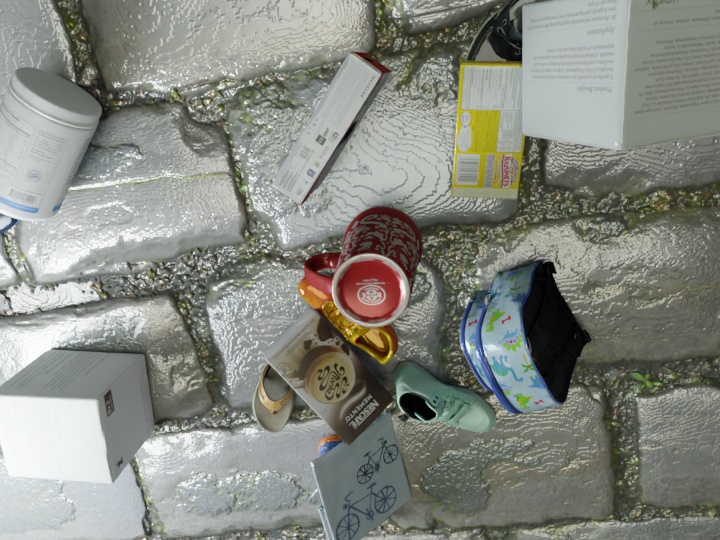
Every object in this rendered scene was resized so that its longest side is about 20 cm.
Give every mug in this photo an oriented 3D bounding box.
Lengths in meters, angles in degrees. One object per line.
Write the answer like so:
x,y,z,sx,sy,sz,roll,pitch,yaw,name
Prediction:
0.009,0.008,0.895,0.177,0.200,0.134,-35,102,16,mug

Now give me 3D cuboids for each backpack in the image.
0.241,0.110,0.903,0.146,0.200,0.184,-22,108,34,backpack

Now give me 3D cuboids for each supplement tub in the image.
-0.500,-0.191,0.926,0.131,0.132,0.201,33,109,-5,supplement tub

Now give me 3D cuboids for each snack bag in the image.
0.001,0.373,1.057,0.021,0.188,0.202,10,119,52,snack bag

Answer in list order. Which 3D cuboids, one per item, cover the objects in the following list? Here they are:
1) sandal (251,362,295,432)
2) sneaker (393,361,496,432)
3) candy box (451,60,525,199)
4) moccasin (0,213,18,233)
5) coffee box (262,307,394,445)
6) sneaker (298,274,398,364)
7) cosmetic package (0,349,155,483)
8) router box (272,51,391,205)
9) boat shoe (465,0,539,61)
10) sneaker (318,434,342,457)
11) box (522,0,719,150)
-0.144,0.203,1.059,0.080,0.054,0.202,21,109,-2,sandal
0.141,0.239,1.003,0.199,0.118,0.074,28,109,-5,sneaker
0.188,-0.200,0.871,0.101,0.027,0.202,2,123,4,candy box
-0.679,-0.075,1.021,0.198,0.068,0.081,-14,107,11,moccasin
-0.053,0.176,1.004,0.113,0.080,0.200,-44,102,-9,coffee box
-0.017,0.075,0.988,0.199,0.077,0.073,34,111,-4,sneaker
-0.499,0.252,1.061,0.198,0.165,0.167,2,110,7,cosmetic package
-0.035,-0.205,0.838,0.049,0.180,0.201,33,110,-5,router box
0.220,-0.335,0.821,0.199,0.066,0.075,-41,101,18,boat shoe
-0.026,0.405,1.102,0.075,0.079,0.201,-27,104,16,sneaker
0.332,-0.253,0.736,0.198,0.199,0.173,-10,110,-16,box
